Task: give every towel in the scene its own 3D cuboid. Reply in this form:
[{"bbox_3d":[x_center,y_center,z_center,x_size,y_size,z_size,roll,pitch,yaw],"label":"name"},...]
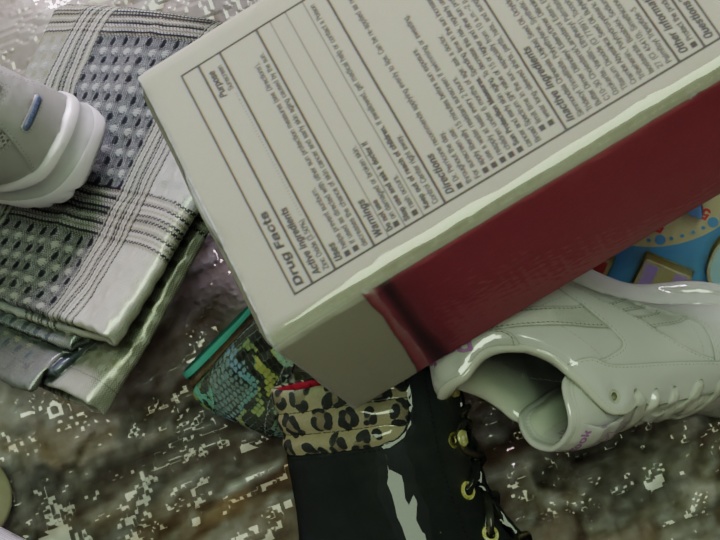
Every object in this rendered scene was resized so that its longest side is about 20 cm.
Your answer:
[{"bbox_3d":[-0.137,-0.041,0.767,0.192,0.035,0.200,16,74,42],"label":"towel"}]

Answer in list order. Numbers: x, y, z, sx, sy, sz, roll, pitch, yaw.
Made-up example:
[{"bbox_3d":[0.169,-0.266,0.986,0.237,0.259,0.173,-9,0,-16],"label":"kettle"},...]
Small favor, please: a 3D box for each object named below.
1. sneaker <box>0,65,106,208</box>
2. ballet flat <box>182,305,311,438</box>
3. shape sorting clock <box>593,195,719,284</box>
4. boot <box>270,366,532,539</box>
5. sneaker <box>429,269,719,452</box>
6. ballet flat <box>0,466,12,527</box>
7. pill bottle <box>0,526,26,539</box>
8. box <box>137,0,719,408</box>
[{"bbox_3d":[-0.214,-0.071,0.776,0.200,0.082,0.075,-8,55,37],"label":"sneaker"},{"bbox_3d":[0.000,0.000,0.739,0.074,0.074,0.200,48,114,18],"label":"ballet flat"},{"bbox_3d":[0.130,-0.059,0.723,0.199,0.200,0.039,9,32,10],"label":"shape sorting clock"},{"bbox_3d":[0.061,0.112,0.696,0.203,0.073,0.154,-8,91,9],"label":"boot"},{"bbox_3d":[0.112,0.047,0.701,0.200,0.075,0.100,16,53,-17],"label":"sneaker"},{"bbox_3d":[-0.264,0.079,0.773,0.200,0.069,0.070,22,76,13],"label":"ballet flat"},{"bbox_3d":[-0.123,0.190,0.699,0.200,0.104,0.104,24,77,14],"label":"pill bottle"},{"bbox_3d":[0.039,-0.057,0.618,0.200,0.109,0.128,-31,66,6],"label":"box"}]
